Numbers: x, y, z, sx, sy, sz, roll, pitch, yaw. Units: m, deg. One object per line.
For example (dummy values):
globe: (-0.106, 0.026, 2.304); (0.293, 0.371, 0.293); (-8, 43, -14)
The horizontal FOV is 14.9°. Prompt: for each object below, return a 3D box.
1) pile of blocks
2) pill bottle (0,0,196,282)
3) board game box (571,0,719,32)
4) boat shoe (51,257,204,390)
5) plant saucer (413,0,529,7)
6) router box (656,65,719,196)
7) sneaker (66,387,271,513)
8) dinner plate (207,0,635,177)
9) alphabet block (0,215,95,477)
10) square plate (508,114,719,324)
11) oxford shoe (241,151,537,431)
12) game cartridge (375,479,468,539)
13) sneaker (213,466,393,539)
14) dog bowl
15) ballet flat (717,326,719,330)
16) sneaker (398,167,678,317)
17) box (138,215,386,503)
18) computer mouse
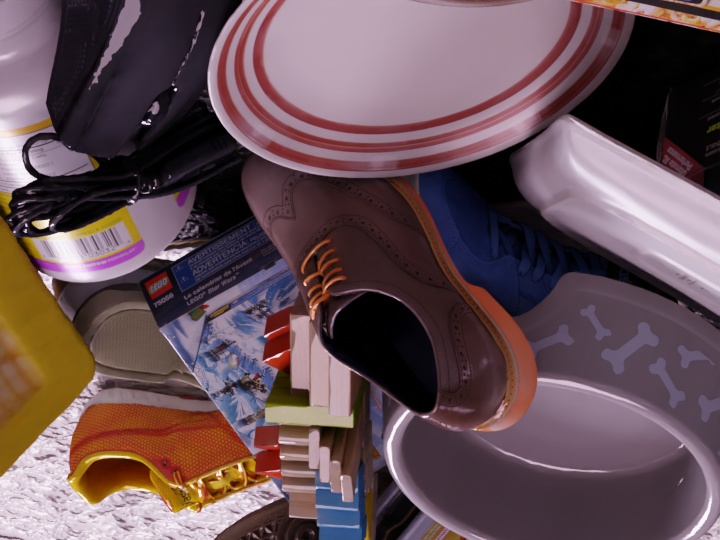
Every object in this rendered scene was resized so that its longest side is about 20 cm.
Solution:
pile of blocks: (-0.028, 0.092, 1.429); (0.062, 0.082, 0.200); (3, 135, 7)
pill bottle: (-0.152, -0.088, 1.315); (0.104, 0.105, 0.200); (1, 147, 16)
board game box: (0.158, -0.162, 1.083); (0.199, 0.046, 0.152); (10, 136, -19)
boat shoe: (-0.082, 0.029, 1.511); (0.200, 0.068, 0.075); (21, 115, -42)
plant saucer: (0.056, -0.173, 1.117); (0.200, 0.037, 0.201); (-4, 139, -4)
router box: (0.257, -0.058, 1.266); (0.150, 0.062, 0.200); (30, 144, -29)
sneaker: (-0.080, 0.112, 1.637); (0.199, 0.077, 0.073); (-7, 143, 22)
dinner plate: (0.027, -0.107, 1.257); (0.199, 0.024, 0.200); (-10, 147, -7)
alphabet block: (-0.287, 0.023, 1.384); (0.200, 0.195, 0.197); (32, 163, 34)
square plate: (0.162, -0.005, 1.292); (0.198, 0.029, 0.200); (31, 176, -2)
oxford shoe: (0.000, 0.000, 1.320); (0.073, 0.200, 0.071); (-3, 129, -51)
game cartridge: (0.058, 0.149, 1.556); (0.200, 0.040, 0.133); (-51, 145, 9)
sneaker: (-0.007, 0.151, 1.602); (0.199, 0.071, 0.075); (-14, -167, -24)
dog bowl: (0.102, 0.082, 1.398); (0.199, 0.059, 0.200); (10, 144, 7)
ballet flat: (0.263, 0.025, 1.417); (0.062, 0.068, 0.200); (-1, 167, -44)
sneaker: (0.104, 0.001, 1.403); (0.111, 0.077, 0.200); (-17, 130, 27)
box: (-0.016, 0.038, 1.472); (0.137, 0.040, 0.200); (-29, 140, 2)
computer mouse: (-0.088, -0.104, 1.237); (0.053, 0.138, 0.201); (36, 132, 33)
